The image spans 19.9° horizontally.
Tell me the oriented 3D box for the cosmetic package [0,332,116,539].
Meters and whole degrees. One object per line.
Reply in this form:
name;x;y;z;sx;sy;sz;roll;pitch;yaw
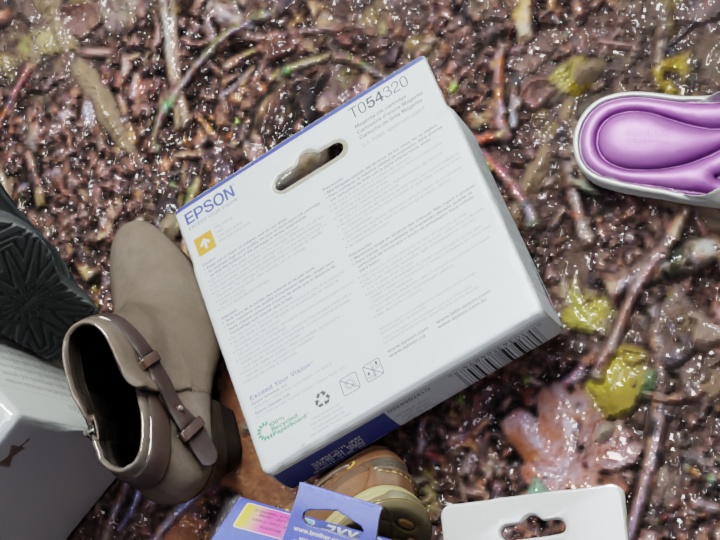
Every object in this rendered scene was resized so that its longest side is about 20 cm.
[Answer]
cosmetic package;-0.282;0.095;1.286;0.200;0.167;0.167;43;96;23

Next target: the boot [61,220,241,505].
boot;-0.135;0.048;1.247;0.070;0.146;0.201;-31;71;15

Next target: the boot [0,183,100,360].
boot;-0.255;-0.049;1.292;0.065;0.165;0.200;-35;59;-3

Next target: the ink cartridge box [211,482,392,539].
ink cartridge box;-0.023;0.215;1.149;0.135;0.076;0.202;14;126;14

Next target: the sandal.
sandal;0.218;-0.073;1.182;0.201;0.050;0.083;-4;79;21

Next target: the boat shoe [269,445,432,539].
boat shoe;-0.042;0.180;1.238;0.200;0.072;0.068;-39;36;18

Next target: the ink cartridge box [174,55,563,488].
ink cartridge box;0.000;0.000;1.253;0.195;0.043;0.201;-30;57;14

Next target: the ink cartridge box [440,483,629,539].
ink cartridge box;0.115;0.228;1.160;0.115;0.067;0.202;-9;78;20
